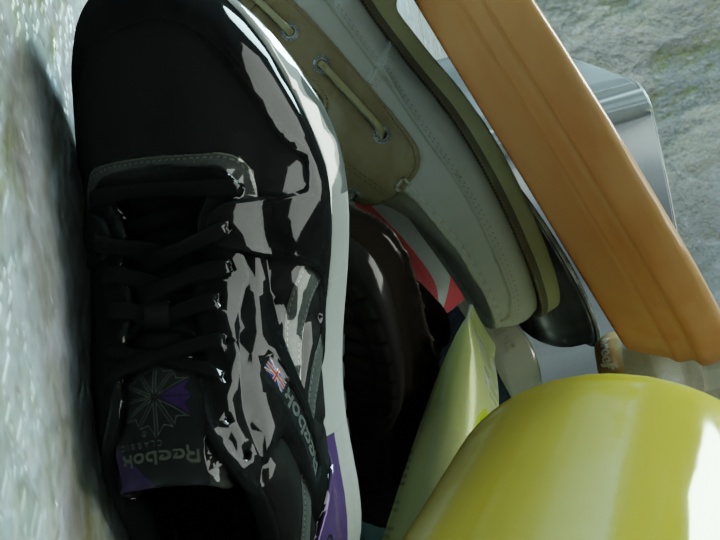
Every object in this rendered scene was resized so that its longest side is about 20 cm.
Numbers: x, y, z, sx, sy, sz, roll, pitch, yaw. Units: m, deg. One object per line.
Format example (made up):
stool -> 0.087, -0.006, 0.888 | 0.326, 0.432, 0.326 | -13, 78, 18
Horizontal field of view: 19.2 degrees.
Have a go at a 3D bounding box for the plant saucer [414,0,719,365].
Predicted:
plant saucer -> 0.075, -0.046, 0.805 | 0.201, 0.037, 0.200 | 57, 5, -7

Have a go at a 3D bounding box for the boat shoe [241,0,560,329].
boat shoe -> 0.000, -0.056, 0.798 | 0.201, 0.068, 0.075 | 57, -11, -6

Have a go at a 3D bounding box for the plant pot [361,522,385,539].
plant pot -> 0.088, 0.176, 0.966 | 0.200, 0.199, 0.197 | 33, 39, -80

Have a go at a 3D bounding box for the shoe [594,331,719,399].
shoe -> 0.167, 0.089, 0.938 | 0.200, 0.053, 0.070 | 51, 18, -41

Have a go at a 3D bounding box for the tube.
tube -> 0.025, 0.116, 0.780 | 0.058, 0.052, 0.201 | -8, -114, 59

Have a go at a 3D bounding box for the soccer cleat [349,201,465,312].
soccer cleat -> -0.004, -0.070, 0.870 | 0.068, 0.073, 0.201 | -2, -77, 56

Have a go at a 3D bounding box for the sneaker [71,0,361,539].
sneaker -> -0.041, 0.020, 0.588 | 0.088, 0.075, 0.201 | -59, 139, -69

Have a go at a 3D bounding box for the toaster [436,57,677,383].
toaster -> 0.082, -0.017, 1.137 | 0.200, 0.118, 0.182 | -147, -139, -65

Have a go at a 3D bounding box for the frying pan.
frying pan -> 0.046, -0.037, 0.945 | 0.190, 0.031, 0.115 | 52, -7, 32

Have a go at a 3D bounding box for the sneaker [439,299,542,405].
sneaker -> 0.000, 0.000, 0.952 | 0.200, 0.084, 0.075 | 56, -5, 33

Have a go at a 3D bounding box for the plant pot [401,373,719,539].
plant pot -> 0.072, 0.139, 0.661 | 0.189, 0.199, 0.202 | -70, 152, -51

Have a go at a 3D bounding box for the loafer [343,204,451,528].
loafer -> -0.004, 0.025, 0.792 | 0.200, 0.073, 0.072 | 86, 28, -61
